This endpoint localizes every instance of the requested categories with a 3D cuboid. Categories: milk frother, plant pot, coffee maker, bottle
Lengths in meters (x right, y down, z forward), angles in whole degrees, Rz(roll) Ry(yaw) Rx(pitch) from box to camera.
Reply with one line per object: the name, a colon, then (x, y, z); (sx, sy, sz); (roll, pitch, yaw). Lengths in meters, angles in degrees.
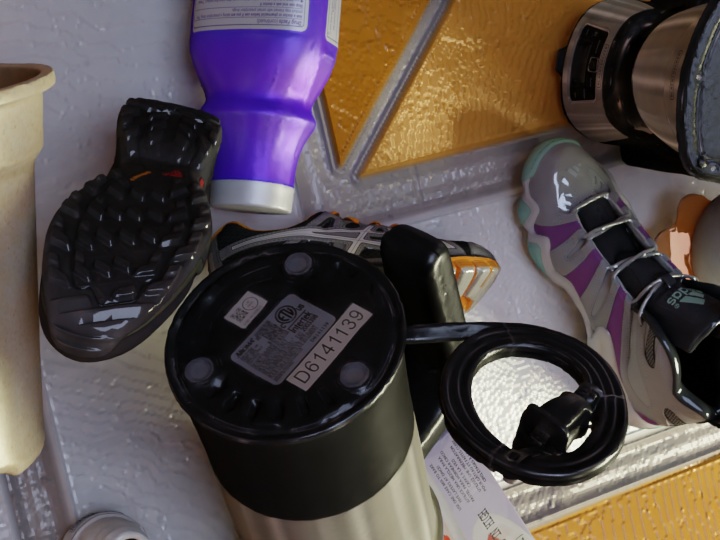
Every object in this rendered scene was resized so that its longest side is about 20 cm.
milk frother: (0.025, 0.098, 0.746); (0.180, 0.200, 0.189); (-33, 142, -16)
plant pot: (-0.229, 0.010, 0.697); (0.199, 0.200, 0.185); (-14, 106, -25)
coffee maker: (0.236, -0.098, 0.890); (0.191, 0.200, 0.135); (33, 93, -15)
bottle: (-0.053, -0.133, 0.830); (0.065, 0.083, 0.202); (13, 80, -69)

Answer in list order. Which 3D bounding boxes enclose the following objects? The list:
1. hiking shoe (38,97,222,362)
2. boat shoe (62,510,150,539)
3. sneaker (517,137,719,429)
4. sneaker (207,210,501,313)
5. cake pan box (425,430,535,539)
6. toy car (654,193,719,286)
hiking shoe: (-0.109, -0.003, 0.738); (0.075, 0.201, 0.101); (12, 124, 2)
boat shoe: (-0.117, 0.231, 0.799); (0.073, 0.065, 0.202); (-21, 97, -25)
sneaker: (0.180, 0.006, 0.906); (0.077, 0.140, 0.201); (-32, 103, -22)
sneaker: (0.000, 0.000, 0.859); (0.199, 0.078, 0.078); (-3, 50, -39)
cake pan box: (0.035, 0.221, 0.882); (0.184, 0.052, 0.201); (-36, 104, -20)
toy car: (0.289, 0.008, 0.972); (0.198, 0.184, 0.179); (-2, 91, 3)
